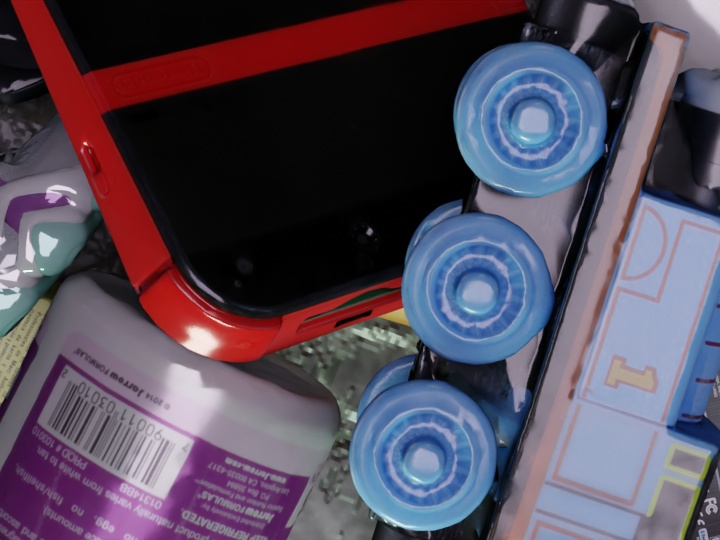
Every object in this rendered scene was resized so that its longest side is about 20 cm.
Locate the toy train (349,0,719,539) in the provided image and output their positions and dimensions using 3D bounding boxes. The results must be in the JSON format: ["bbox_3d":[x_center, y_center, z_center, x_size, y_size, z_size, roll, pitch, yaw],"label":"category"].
[{"bbox_3d":[0.068,0.013,0.628,0.113,0.087,0.202,18,96,0],"label":"toy train"}]

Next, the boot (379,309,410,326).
[{"bbox_3d":[0.000,-0.001,0.766,0.143,0.071,0.203,-17,86,-9],"label":"boot"}]

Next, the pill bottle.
[{"bbox_3d":[-0.096,0.112,0.701,0.112,0.112,0.201,27,94,-7],"label":"pill bottle"}]

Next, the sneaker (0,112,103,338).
[{"bbox_3d":[-0.181,-0.018,0.697,0.140,0.078,0.200,43,89,-8],"label":"sneaker"}]

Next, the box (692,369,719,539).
[{"bbox_3d":[0.171,0.031,0.704,0.157,0.048,0.202,-14,105,1],"label":"box"}]

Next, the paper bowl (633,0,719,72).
[{"bbox_3d":[0.164,-0.132,0.752,0.199,0.104,0.203,-1,96,-5],"label":"paper bowl"}]

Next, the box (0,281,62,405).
[{"bbox_3d":[-0.158,0.026,0.768,0.199,0.050,0.076,27,94,-8],"label":"box"}]

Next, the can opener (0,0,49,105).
[{"bbox_3d":[-0.076,-0.144,0.751,0.200,0.079,0.063,-43,95,-9],"label":"can opener"}]

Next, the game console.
[{"bbox_3d":[-0.016,-0.070,0.700,0.199,0.031,0.178,-18,74,-37],"label":"game console"}]
